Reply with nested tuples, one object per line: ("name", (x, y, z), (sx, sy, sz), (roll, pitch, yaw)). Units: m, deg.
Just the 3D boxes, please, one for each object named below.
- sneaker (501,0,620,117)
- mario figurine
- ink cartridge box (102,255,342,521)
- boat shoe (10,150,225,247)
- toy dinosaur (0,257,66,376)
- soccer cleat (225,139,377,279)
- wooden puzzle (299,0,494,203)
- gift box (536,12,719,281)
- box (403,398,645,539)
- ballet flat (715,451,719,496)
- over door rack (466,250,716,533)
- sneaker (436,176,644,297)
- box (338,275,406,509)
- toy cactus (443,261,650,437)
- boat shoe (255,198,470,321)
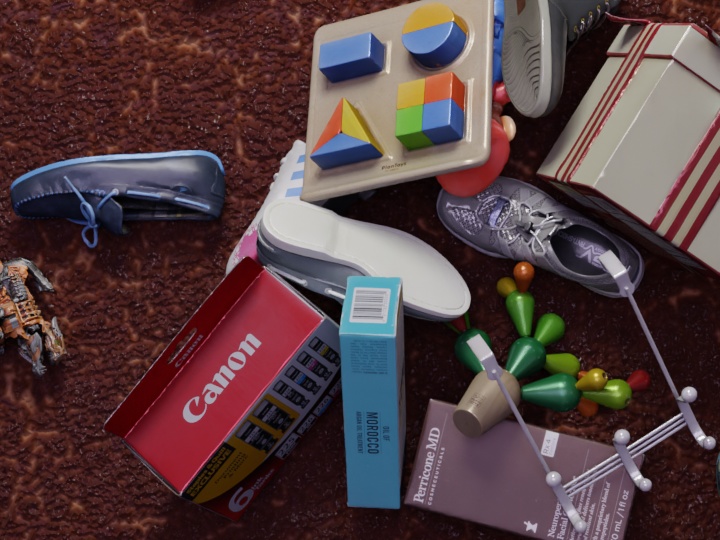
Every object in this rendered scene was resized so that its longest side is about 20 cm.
("sneaker", (0.187, -0.218, 1.651), (0.106, 0.075, 0.201), (13, 59, -22))
("mario figurine", (0.097, -0.155, 1.688), (0.123, 0.106, 0.201), (-13, 58, 36))
("ink cartridge box", (-0.106, 0.106, 1.624), (0.084, 0.176, 0.200), (38, 89, 26))
("boat shoe", (-0.224, -0.066, 1.702), (0.199, 0.084, 0.069), (-9, 72, 6))
("toy dinosaur", (-0.365, 0.027, 1.716), (0.200, 0.102, 0.136), (39, 73, 25))
("soccer cleat", (-0.056, -0.066, 1.706), (0.200, 0.070, 0.086), (-42, 61, 1))
("wooden puzzle", (0.028, -0.164, 1.636), (0.184, 0.046, 0.201), (-11, 57, 28))
("gift box", (0.274, -0.121, 1.597), (0.200, 0.184, 0.187), (34, 89, -19))
("box", (0.146, 0.186, 1.656), (0.199, 0.075, 0.101), (13, 85, 7))
("ballet flat", (0.413, 0.198, 1.645), (0.199, 0.074, 0.075), (11, 85, 7))
("over door rack", (0.199, 0.109, 1.558), (0.147, 0.067, 0.201), (-31, 110, -3))
("sneaker", (0.164, -0.040, 1.669), (0.199, 0.082, 0.075), (20, 86, 9))
("box", (0.012, 0.108, 1.613), (0.049, 0.082, 0.201), (2, 127, 5))
("toy cactus", (0.142, 0.084, 1.634), (0.200, 0.103, 0.165), (34, 48, 16))
("boat shoe", (0.000, 0.000, 1.640), (0.199, 0.062, 0.073), (22, 49, -6))
